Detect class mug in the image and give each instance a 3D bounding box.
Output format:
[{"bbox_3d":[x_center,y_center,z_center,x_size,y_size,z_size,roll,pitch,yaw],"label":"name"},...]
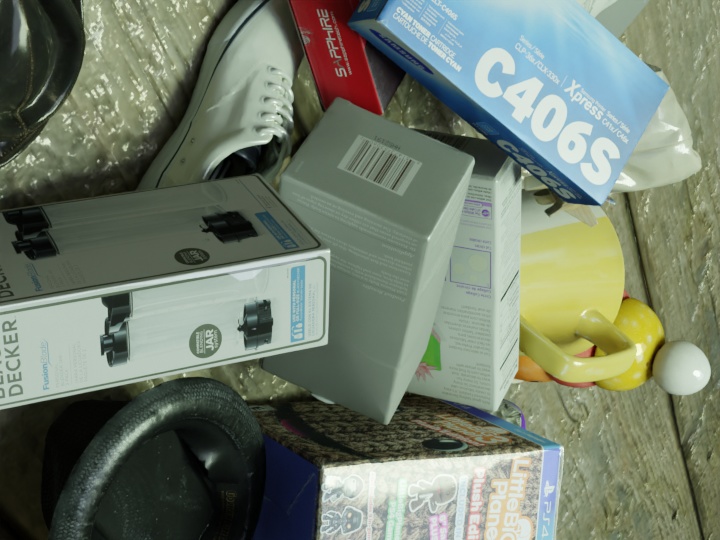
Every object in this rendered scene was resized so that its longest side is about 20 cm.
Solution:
[{"bbox_3d":[0.127,0.006,1.118,0.152,0.186,0.151,-5,97,-43],"label":"mug"}]

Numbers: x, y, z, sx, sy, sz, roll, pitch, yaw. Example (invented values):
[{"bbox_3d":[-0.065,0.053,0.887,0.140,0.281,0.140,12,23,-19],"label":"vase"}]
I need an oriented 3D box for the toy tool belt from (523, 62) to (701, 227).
[{"bbox_3d":[0.163,-0.099,1.021,0.122,0.200,0.126,-26,99,1],"label":"toy tool belt"}]

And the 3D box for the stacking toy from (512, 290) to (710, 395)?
[{"bbox_3d":[0.228,0.065,1.256,0.146,0.199,0.147,-29,131,-41],"label":"stacking toy"}]

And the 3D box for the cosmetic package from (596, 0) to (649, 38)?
[{"bbox_3d":[0.177,-0.242,1.117,0.200,0.090,0.107,-46,143,-24],"label":"cosmetic package"}]

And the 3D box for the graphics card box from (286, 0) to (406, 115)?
[{"bbox_3d":[0.019,-0.215,0.908,0.201,0.050,0.126,-62,148,-35],"label":"graphics card box"}]

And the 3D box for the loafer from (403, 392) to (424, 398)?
[{"bbox_3d":[-0.012,0.150,1.106,0.071,0.073,0.202,35,75,-44],"label":"loafer"}]

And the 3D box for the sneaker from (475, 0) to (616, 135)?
[{"bbox_3d":[0.120,-0.183,0.926,0.100,0.074,0.201,44,69,-41],"label":"sneaker"}]

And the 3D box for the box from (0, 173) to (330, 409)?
[{"bbox_3d":[-0.128,0.007,0.754,0.198,0.117,0.061,-10,120,-22],"label":"box"}]

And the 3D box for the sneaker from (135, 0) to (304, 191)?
[{"bbox_3d":[-0.071,-0.094,0.874,0.073,0.070,0.201,36,77,-55],"label":"sneaker"}]

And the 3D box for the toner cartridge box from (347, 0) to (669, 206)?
[{"bbox_3d":[0.096,-0.134,0.857,0.199,0.043,0.096,35,80,-24],"label":"toner cartridge box"}]

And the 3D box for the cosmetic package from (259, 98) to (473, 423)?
[{"bbox_3d":[0.000,0.000,0.914,0.201,0.106,0.091,102,15,-51],"label":"cosmetic package"}]

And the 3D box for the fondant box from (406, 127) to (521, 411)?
[{"bbox_3d":[0.043,-0.004,1.010,0.058,0.143,0.202,-52,146,-50],"label":"fondant box"}]

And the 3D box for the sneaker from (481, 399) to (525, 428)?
[{"bbox_3d":[0.090,0.201,1.154,0.099,0.069,0.202,15,99,-63],"label":"sneaker"}]

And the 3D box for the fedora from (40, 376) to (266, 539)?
[{"bbox_3d":[-0.150,0.148,0.885,0.200,0.091,0.202,-31,132,-41],"label":"fedora"}]

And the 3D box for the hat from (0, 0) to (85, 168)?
[{"bbox_3d":[-0.192,-0.126,0.684,0.200,0.080,0.202,-29,130,-41],"label":"hat"}]

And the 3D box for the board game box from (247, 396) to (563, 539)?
[{"bbox_3d":[0.019,0.159,0.990,0.198,0.159,0.098,0,99,-30],"label":"board game box"}]
